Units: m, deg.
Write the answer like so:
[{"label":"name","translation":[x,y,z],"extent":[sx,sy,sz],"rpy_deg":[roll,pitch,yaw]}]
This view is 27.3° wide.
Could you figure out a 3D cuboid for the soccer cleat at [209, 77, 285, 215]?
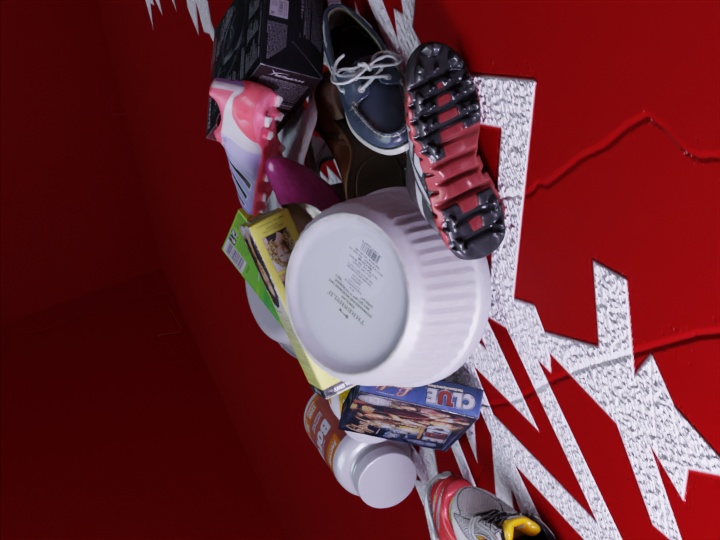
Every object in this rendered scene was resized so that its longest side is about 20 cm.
[{"label":"soccer cleat","translation":[-0.125,-0.135,1.610],"extent":[0.076,0.067,0.200],"rpy_deg":[23,150,10]}]

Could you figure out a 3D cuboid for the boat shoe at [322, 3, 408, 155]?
[{"label":"boat shoe","translation":[0.008,-0.195,1.478],"extent":[0.062,0.075,0.201],"rpy_deg":[67,-178,-47]}]

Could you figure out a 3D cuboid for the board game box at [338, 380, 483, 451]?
[{"label":"board game box","translation":[0.053,0.158,1.675],"extent":[0.200,0.135,0.035],"rpy_deg":[111,171,-71]}]

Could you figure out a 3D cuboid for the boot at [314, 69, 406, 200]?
[{"label":"boot","translation":[-0.008,-0.123,1.636],"extent":[0.155,0.076,0.201],"rpy_deg":[-176,64,-78]}]

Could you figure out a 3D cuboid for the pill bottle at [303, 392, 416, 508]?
[{"label":"pill bottle","translation":[0.002,0.241,2.049],"extent":[0.200,0.112,0.113],"rpy_deg":[-132,25,-59]}]

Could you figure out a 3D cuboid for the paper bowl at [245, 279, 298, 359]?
[{"label":"paper bowl","translation":[-0.075,0.017,1.911],"extent":[0.200,0.104,0.202],"rpy_deg":[20,115,51]}]

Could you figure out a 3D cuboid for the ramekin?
[{"label":"ramekin","translation":[0.017,0.019,1.447],"extent":[0.199,0.105,0.202],"rpy_deg":[4,97,39]}]

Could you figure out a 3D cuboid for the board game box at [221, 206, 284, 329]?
[{"label":"board game box","translation":[-0.087,0.023,1.738],"extent":[0.200,0.030,0.096],"rpy_deg":[53,149,14]}]

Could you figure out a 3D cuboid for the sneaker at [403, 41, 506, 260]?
[{"label":"sneaker","translation":[0.071,-0.111,1.329],"extent":[0.098,0.071,0.201],"rpy_deg":[38,147,63]}]

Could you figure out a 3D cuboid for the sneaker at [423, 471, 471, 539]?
[{"label":"sneaker","translation":[0.128,0.338,1.760],"extent":[0.201,0.077,0.085],"rpy_deg":[70,162,0]}]

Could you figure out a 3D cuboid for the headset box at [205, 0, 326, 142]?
[{"label":"headset box","translation":[-0.109,-0.237,1.646],"extent":[0.200,0.077,0.150],"rpy_deg":[136,141,-57]}]

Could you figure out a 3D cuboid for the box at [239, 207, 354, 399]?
[{"label":"box","translation":[-0.063,0.034,1.571],"extent":[0.201,0.050,0.075],"rpy_deg":[65,169,-7]}]

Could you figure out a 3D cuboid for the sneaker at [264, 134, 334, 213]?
[{"label":"sneaker","translation":[-0.084,-0.081,1.825],"extent":[0.075,0.087,0.201],"rpy_deg":[112,173,-82]}]

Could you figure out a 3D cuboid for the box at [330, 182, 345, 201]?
[{"label":"box","translation":[0.000,0.000,1.739],"extent":[0.201,0.077,0.095],"rpy_deg":[62,150,29]}]

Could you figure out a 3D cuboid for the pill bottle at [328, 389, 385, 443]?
[{"label":"pill bottle","translation":[0.012,0.131,1.844],"extent":[0.200,0.111,0.111],"rpy_deg":[89,158,-54]}]

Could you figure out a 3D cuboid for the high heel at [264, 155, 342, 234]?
[{"label":"high heel","translation":[-0.055,-0.031,1.600],"extent":[0.067,0.096,0.200],"rpy_deg":[3,142,38]}]

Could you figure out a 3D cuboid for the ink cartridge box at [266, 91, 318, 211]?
[{"label":"ink cartridge box","translation":[-0.064,-0.140,1.682],"extent":[0.161,0.050,0.201],"rpy_deg":[-103,27,-46]}]

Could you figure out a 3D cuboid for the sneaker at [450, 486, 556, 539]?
[{"label":"sneaker","translation":[0.162,0.278,1.551],"extent":[0.200,0.078,0.083],"rpy_deg":[37,142,51]}]
